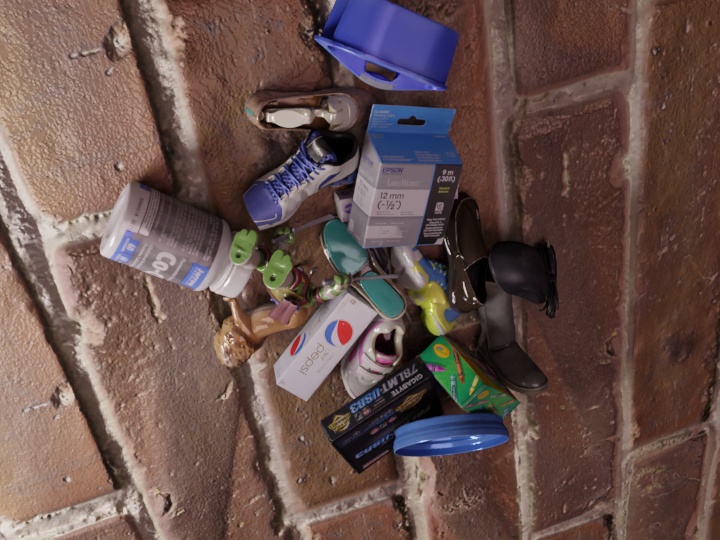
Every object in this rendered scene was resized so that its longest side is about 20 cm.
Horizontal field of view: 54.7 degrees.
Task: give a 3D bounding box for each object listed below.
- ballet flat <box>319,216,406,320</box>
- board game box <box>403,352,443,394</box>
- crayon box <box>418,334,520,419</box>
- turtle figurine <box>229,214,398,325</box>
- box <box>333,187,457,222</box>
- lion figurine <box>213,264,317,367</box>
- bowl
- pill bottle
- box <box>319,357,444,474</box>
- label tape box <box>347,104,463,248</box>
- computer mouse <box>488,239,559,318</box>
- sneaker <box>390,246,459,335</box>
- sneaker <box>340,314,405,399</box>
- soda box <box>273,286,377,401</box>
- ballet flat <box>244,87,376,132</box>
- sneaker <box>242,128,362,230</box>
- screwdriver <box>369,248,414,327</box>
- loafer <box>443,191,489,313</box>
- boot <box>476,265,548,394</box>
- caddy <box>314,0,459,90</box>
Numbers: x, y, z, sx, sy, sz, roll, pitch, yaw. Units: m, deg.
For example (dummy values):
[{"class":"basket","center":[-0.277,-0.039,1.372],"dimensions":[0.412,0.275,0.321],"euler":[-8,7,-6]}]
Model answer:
[{"class":"ballet flat","center":[0.000,0.000,1.132],"dimensions":[0.067,0.062,0.201],"euler":[-36,95,-2]},{"class":"board game box","center":[0.084,0.206,1.270],"dimensions":[0.199,0.039,0.159],"euler":[-25,145,-18]},{"class":"crayon box","center":[0.193,0.192,1.206],"dimensions":[0.058,0.119,0.200],"euler":[-46,146,7]},{"class":"turtle figurine","center":[-0.083,-0.021,0.999],"dimensions":[0.199,0.145,0.194],"euler":[-28,161,14]},{"class":"box","center":[0.058,-0.120,1.108],"dimensions":[0.198,0.041,0.039],"euler":[-12,120,-11]},{"class":"lion figurine","center":[-0.147,0.075,1.115],"dimensions":[0.199,0.073,0.123],"euler":[-18,106,-1]},{"class":"bowl","center":[0.154,0.283,1.194],"dimensions":[0.199,0.040,0.201],"euler":[-6,157,-2]},{"class":"pill bottle","center":[-0.258,-0.038,1.002],"dimensions":[0.199,0.114,0.114],"euler":[23,106,-26]},{"class":"box","center":[0.045,0.259,1.216],"dimensions":[0.199,0.050,0.199],"euler":[-33,146,-6]},{"class":"label tape box","center":[0.071,-0.136,1.029],"dimensions":[0.142,0.066,0.201],"euler":[-3,123,-27]},{"class":"computer mouse","center":[0.288,-0.002,1.165],"dimensions":[0.199,0.052,0.140],"euler":[15,66,-45]},{"class":"sneaker","center":[0.125,0.010,1.188],"dimensions":[0.105,0.076,0.201],"euler":[-37,122,-19]},{"class":"sneaker","center":[0.023,0.148,1.201],"dimensions":[0.081,0.088,0.201],"euler":[5,114,-20]},{"class":"soda box","center":[-0.061,0.117,1.170],"dimensions":[0.068,0.064,0.200],"euler":[34,102,-22]},{"class":"ballet flat","center":[-0.065,-0.224,1.000],"dimensions":[0.198,0.067,0.069],"euler":[-7,117,-15]},{"class":"sneaker","center":[-0.082,-0.147,0.996],"dimensions":[0.199,0.115,0.081],"euler":[-30,77,-8]},{"class":"screwdriver","center":[0.050,0.024,1.181],"dimensions":[0.029,0.028,0.201],"euler":[-22,119,0]},{"class":"loafer","center":[0.185,-0.030,1.144],"dimensions":[0.073,0.071,0.202],"euler":[-9,95,-37]},{"class":"boot","center":[0.255,0.095,1.208],"dimensions":[0.072,0.182,0.201],"euler":[-22,126,-28]},{"class":"caddy","center":[0.036,-0.303,0.952],"dimensions":[0.199,0.141,0.106],"euler":[14,107,-23]}]
